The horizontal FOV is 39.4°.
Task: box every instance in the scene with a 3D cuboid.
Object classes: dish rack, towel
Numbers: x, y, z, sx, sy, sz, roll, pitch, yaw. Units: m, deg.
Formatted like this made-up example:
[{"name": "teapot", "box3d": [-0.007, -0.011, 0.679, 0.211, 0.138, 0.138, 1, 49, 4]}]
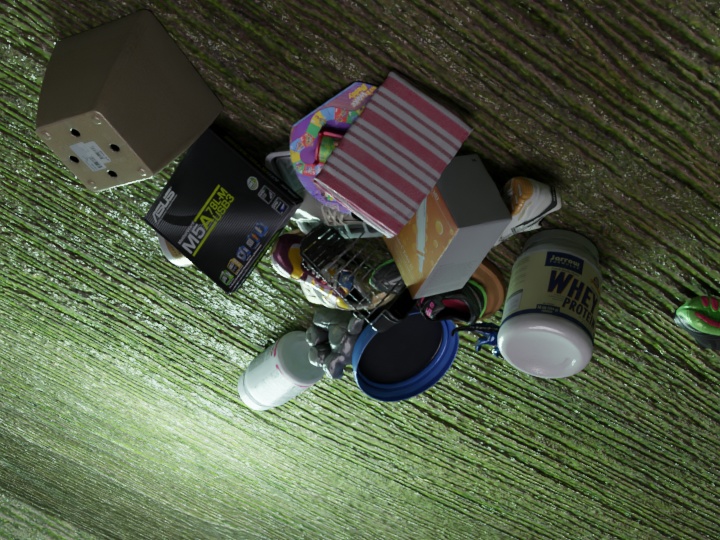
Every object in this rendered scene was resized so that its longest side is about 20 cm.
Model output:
[{"name": "dish rack", "box3d": [0.000, 0.000, 1.579, 0.200, 0.153, 0.055, 44, 119, 0]}, {"name": "towel", "box3d": [0.046, -0.164, 1.427, 0.146, 0.200, 0.030, 36, -177, -5]}, {"name": "dish rack", "box3d": [-0.043, -0.133, 1.607, 0.171, 0.044, 0.200, -2, 139, 26]}]

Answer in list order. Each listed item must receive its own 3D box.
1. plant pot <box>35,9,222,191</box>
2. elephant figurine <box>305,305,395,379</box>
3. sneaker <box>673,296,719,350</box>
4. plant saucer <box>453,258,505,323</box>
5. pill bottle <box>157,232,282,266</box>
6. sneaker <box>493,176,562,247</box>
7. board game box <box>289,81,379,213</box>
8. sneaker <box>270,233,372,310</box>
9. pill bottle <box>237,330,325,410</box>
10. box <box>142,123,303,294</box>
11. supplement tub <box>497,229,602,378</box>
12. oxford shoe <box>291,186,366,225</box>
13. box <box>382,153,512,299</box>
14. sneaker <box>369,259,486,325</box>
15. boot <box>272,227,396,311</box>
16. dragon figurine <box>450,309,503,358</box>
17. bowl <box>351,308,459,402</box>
[{"name": "plant pot", "box3d": [-0.361, -0.234, 1.500, 0.200, 0.177, 0.200, -10, 135, 31]}, {"name": "elephant figurine", "box3d": [0.011, 0.123, 1.847, 0.200, 0.142, 0.155, 4, -162, -39]}, {"name": "sneaker", "box3d": [0.591, 0.097, 1.616, 0.200, 0.077, 0.084, 29, 163, -14]}, {"name": "plant saucer", "box3d": [0.150, 0.030, 1.744, 0.200, 0.032, 0.200, 11, 142, 8]}, {"name": "pill bottle", "box3d": [-0.235, -0.074, 1.701, 0.200, 0.114, 0.114, -9, 136, 31]}, {"name": "sneaker", "box3d": [0.234, -0.075, 1.541, 0.088, 0.076, 0.200, 6, 160, -22]}, {"name": "board game box", "box3d": [-0.013, -0.174, 1.468, 0.200, 0.039, 0.158, -31, 102, 21]}, {"name": "sneaker", "box3d": [-0.058, 0.002, 1.622, 0.090, 0.075, 0.200, 6, 158, 42]}, {"name": "pill bottle", "box3d": [-0.162, 0.207, 2.031, 0.113, 0.113, 0.200, 32, 141, -18]}, {"name": "box", "box3d": [-0.220, -0.097, 1.600, 0.193, 0.048, 0.200, 41, 112, 4]}, {"name": "supplement tub", "box3d": [0.299, 0.050, 1.566, 0.145, 0.200, 0.145, 11, 143, 9]}, {"name": "oxford shoe", "box3d": [-0.034, -0.098, 1.567, 0.200, 0.058, 0.075, -2, 140, 27]}, {"name": "box", "box3d": [0.128, -0.064, 1.531, 0.097, 0.124, 0.200, -12, 152, -27]}, {"name": "sneaker", "box3d": [0.112, 0.036, 1.666, 0.200, 0.084, 0.077, 15, 130, 1]}, {"name": "boot", "box3d": [-0.043, -0.007, 1.740, 0.200, 0.073, 0.155, 4, 142, 36]}, {"name": "dragon figurine", "box3d": [0.248, 0.108, 1.748, 0.200, 0.059, 0.099, 24, 144, -38]}, {"name": "bowl", "box3d": [0.077, 0.143, 1.770, 0.200, 0.039, 0.201, -14, 128, -18]}]
